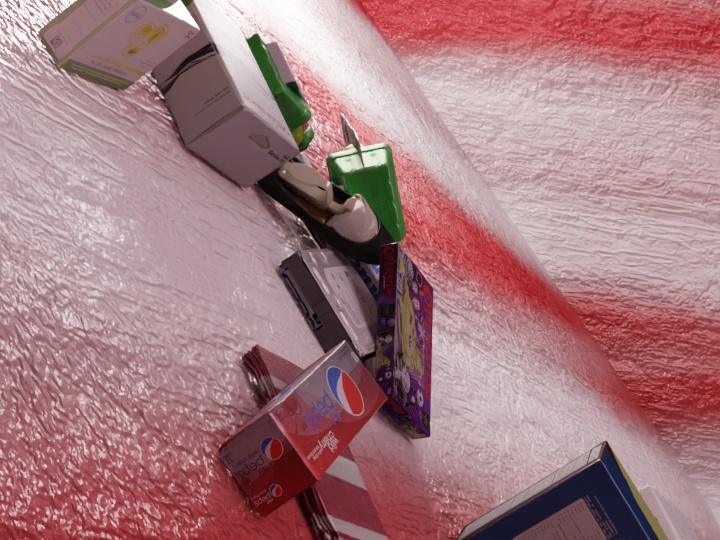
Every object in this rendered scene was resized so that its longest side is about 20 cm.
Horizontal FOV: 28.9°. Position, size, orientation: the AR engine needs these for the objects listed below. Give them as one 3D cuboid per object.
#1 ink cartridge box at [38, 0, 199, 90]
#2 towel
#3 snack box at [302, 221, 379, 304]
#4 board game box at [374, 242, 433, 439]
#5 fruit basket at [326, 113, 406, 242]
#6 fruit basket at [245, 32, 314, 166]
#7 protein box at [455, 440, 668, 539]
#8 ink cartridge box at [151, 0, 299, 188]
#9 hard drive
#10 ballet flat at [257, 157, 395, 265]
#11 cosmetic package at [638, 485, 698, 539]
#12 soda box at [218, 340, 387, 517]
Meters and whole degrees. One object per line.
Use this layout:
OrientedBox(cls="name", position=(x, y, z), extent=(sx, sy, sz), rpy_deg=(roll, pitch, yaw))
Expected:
OrientedBox(cls="ink cartridge box", position=(-0.191, -0.257, 1.322), extent=(0.048, 0.199, 0.145), rpy_deg=(57, 12, 10))
OrientedBox(cls="towel", position=(-0.038, 0.171, 1.287), extent=(0.144, 0.023, 0.201), rpy_deg=(36, 25, -60))
OrientedBox(cls="snack box", position=(0.000, 0.000, 1.745), extent=(0.201, 0.024, 0.072), rpy_deg=(57, -32, -5))
OrientedBox(cls="board game box", position=(0.053, 0.083, 1.643), extent=(0.120, 0.032, 0.202), rpy_deg=(55, 32, -55))
OrientedBox(cls="fruit basket", position=(-0.004, -0.104, 1.880), extent=(0.200, 0.093, 0.187), rpy_deg=(-132, -151, -69))
OrientedBox(cls="fruit basket", position=(-0.102, -0.208, 1.800), extent=(0.200, 0.093, 0.186), rpy_deg=(45, 17, -56))
OrientedBox(cls="protein box", position=(0.234, 0.330, 1.530), extent=(0.199, 0.199, 0.135), rpy_deg=(58, 13, 6))
OrientedBox(cls="ink cartridge box", position=(-0.165, -0.210, 1.576), extent=(0.146, 0.083, 0.201), rpy_deg=(36, 24, -60))
OrientedBox(cls="hard drive", position=(-0.023, 0.040, 1.626), extent=(0.140, 0.038, 0.200), rpy_deg=(59, 13, 6))
OrientedBox(cls="ballet flat", position=(-0.037, -0.074, 1.662), extent=(0.199, 0.068, 0.068), rpy_deg=(32, -26, -6))
OrientedBox(cls="cosmetic package", position=(0.417, 0.443, 2.046), extent=(0.200, 0.166, 0.168), rpy_deg=(38, 23, -55))
OrientedBox(cls="soda box", position=(-0.045, 0.130, 1.184), extent=(0.070, 0.063, 0.200), rpy_deg=(54, 23, -1))
